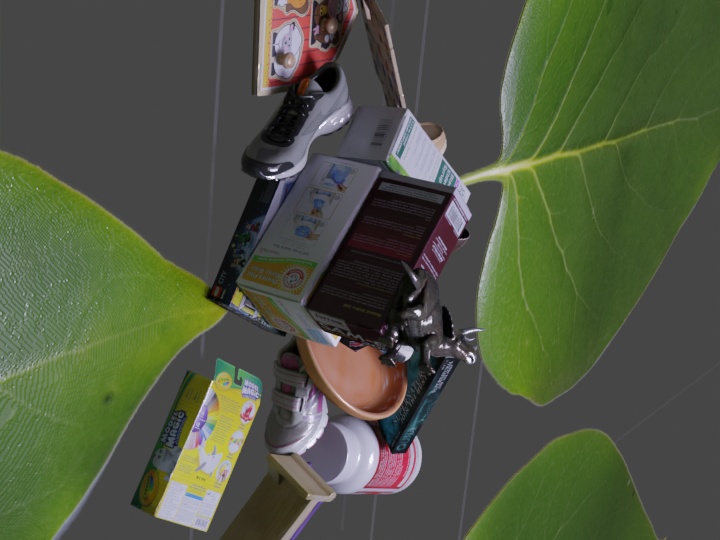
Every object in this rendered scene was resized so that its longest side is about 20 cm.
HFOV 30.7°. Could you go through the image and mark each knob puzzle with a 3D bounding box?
[{"bbox_3d":[-0.056,-0.308,1.586,0.220,0.030,0.220,-31,129,-49],"label":"knob puzzle"}]

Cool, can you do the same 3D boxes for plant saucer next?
[{"bbox_3d":[-0.016,0.101,1.691,0.200,0.037,0.200,33,43,-37],"label":"plant saucer"}]

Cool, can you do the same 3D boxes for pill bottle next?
[{"bbox_3d":[-0.004,0.260,1.857,0.200,0.112,0.112,17,90,-59],"label":"pill bottle"}]

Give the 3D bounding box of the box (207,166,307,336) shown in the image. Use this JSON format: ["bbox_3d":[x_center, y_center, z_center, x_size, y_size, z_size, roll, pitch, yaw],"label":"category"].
[{"bbox_3d":[-0.104,-0.032,1.631,0.137,0.038,0.200,36,73,-57],"label":"box"}]

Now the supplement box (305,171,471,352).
[{"bbox_3d":[0.034,-0.011,1.522,0.200,0.109,0.061,-60,144,-20],"label":"supplement box"}]

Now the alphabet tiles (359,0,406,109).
[{"bbox_3d":[0.030,-0.264,1.651,0.008,0.167,0.200,-18,131,-3],"label":"alphabet tiles"}]

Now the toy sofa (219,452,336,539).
[{"bbox_3d":[-0.119,0.335,1.675,0.200,0.083,0.098,-54,148,9],"label":"toy sofa"}]

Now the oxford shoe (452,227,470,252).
[{"bbox_3d":[0.066,-0.084,1.795,0.200,0.073,0.071,29,52,-34],"label":"oxford shoe"}]

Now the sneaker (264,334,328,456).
[{"bbox_3d":[-0.084,0.147,1.719,0.088,0.081,0.200,42,62,-52],"label":"sneaker"}]

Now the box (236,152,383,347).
[{"bbox_3d":[-0.044,-0.025,1.592,0.200,0.101,0.113,-60,145,-21],"label":"box"}]

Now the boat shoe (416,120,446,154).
[{"bbox_3d":[0.055,-0.177,1.783,0.200,0.074,0.069,-29,133,-49],"label":"boat shoe"}]

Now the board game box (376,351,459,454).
[{"bbox_3d":[0.064,0.134,1.779,0.028,0.135,0.200,1,134,-28],"label":"board game box"}]

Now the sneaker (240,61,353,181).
[{"bbox_3d":[-0.080,-0.178,1.560,0.200,0.074,0.079,-51,151,-37],"label":"sneaker"}]

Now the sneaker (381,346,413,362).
[{"bbox_3d":[0.057,0.017,1.611,0.075,0.087,0.200,33,45,-37],"label":"sneaker"}]

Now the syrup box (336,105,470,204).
[{"bbox_3d":[0.058,-0.120,1.665,0.200,0.081,0.079,46,60,-48],"label":"syrup box"}]

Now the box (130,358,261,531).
[{"bbox_3d":[-0.194,0.208,1.593,0.117,0.048,0.200,38,74,-57],"label":"box"}]

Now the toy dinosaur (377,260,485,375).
[{"bbox_3d":[0.061,0.046,1.438,0.200,0.077,0.102,61,41,-39],"label":"toy dinosaur"}]

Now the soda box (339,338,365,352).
[{"bbox_3d":[0.000,0.000,1.688,0.063,0.071,0.200,35,41,-33],"label":"soda box"}]
